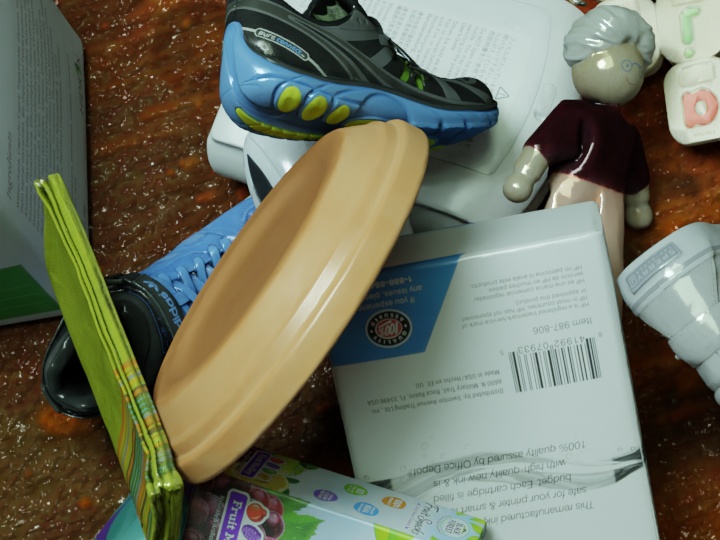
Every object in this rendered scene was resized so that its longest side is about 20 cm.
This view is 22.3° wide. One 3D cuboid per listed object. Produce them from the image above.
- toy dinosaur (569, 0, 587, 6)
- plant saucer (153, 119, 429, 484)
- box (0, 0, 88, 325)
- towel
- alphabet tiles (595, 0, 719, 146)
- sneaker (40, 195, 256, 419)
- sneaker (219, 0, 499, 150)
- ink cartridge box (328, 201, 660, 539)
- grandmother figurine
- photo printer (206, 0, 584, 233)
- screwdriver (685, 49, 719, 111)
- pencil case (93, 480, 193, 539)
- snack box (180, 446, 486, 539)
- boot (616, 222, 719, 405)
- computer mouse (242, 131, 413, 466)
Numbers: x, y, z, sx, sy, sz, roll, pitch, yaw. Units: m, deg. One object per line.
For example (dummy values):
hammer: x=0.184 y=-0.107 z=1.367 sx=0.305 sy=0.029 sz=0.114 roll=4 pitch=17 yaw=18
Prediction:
toy dinosaur: x=0.155 y=-0.217 z=1.054 sx=0.199 sy=0.058 sz=0.102 roll=-16 pitch=71 yaw=21
plant saucer: x=-0.040 y=0.007 z=0.870 sx=0.037 sy=0.200 sz=0.201 roll=34 pitch=75 yaw=-12
box: x=-0.278 y=-0.076 z=1.079 sx=0.198 sy=0.171 sz=0.201 roll=-10 pitch=65 yaw=8
towel: x=-0.128 y=0.051 z=0.907 sx=0.018 sy=0.086 sz=0.201 roll=-12 pitch=54 yaw=-20
alphabet tiles: x=0.227 y=-0.174 z=1.052 sx=0.199 sy=0.015 sz=0.197 roll=-11 pitch=74 yaw=22
sneaker: x=-0.089 y=0.017 z=1.010 sx=0.199 sy=0.111 sz=0.077 roll=-31 pitch=92 yaw=10
sneaker: x=0.005 y=-0.105 z=0.946 sx=0.071 sy=0.199 sz=0.083 roll=-17 pitch=74 yaw=38
ink cartridge box: x=0.070 y=0.080 z=0.935 sx=0.144 sy=0.084 sz=0.201 roll=-10 pitch=102 yaw=8
grandmother figurine: x=0.128 y=-0.047 z=1.014 sx=0.060 sy=0.121 sz=0.201 roll=7 pitch=86 yaw=34
photo printer: x=0.030 y=-0.104 z=1.083 sx=0.199 sy=0.069 sz=0.167 roll=17 pitch=72 yaw=18
screwdriver: x=0.228 y=-0.057 z=1.044 sx=0.028 sy=0.029 sz=0.201 roll=-25 pitch=64 yaw=1
pencil case: x=-0.117 y=0.182 z=0.983 sx=0.200 sy=0.092 sz=0.085 roll=-48 pitch=22 yaw=-9
snack box: x=-0.031 y=0.201 z=0.910 sx=0.142 sy=0.053 sz=0.201 roll=16 pitch=105 yaw=7
boot: x=0.202 y=0.026 z=0.940 sx=0.074 sy=0.200 sz=0.096 roll=-42 pitch=74 yaw=28
computer mouse: x=0.000 y=0.000 z=0.995 sx=0.109 sy=0.044 sz=0.201 roll=-32 pitch=103 yaw=-19
